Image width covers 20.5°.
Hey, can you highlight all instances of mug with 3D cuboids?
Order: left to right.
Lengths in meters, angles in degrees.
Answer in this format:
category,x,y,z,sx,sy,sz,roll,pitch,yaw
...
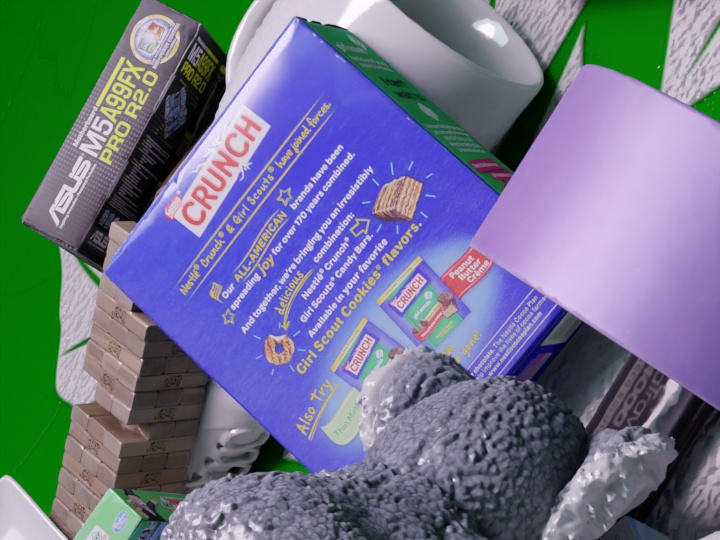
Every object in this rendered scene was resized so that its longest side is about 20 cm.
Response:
category,x,y,z,sx,sy,sz,roll,pitch,yaw
mug,-0.016,-0.101,1.148,0.176,0.147,0.200,-52,46,21

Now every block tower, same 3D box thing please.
category,x,y,z,sx,sy,sz,roll,pitch,yaw
block tower,-0.127,0.076,1.138,0.058,0.054,0.201,33,115,43

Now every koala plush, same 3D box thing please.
category,x,y,z,sx,sy,sz,roll,pitch,yaw
koala plush,0.028,0.116,0.824,0.177,0.184,0.200,18,51,44

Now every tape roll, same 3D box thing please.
category,x,y,z,sx,sy,sz,roll,pitch,yaw
tape roll,0.146,0.010,0.761,0.085,0.200,0.200,-56,30,2

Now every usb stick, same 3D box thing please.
category,x,y,z,sx,sy,sz,roll,pitch,yaw
usb stick,0.137,0.058,0.901,0.201,0.033,0.055,-58,37,1

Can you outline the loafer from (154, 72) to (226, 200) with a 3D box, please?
category,x,y,z,sx,sy,sz,roll,pitch,yaw
loafer,-0.085,-0.044,1.216,0.073,0.071,0.201,8,69,20

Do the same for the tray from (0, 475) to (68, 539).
category,x,y,z,sx,sy,sz,roll,pitch,yaw
tray,-0.232,0.228,1.155,0.107,0.022,0.200,40,94,32

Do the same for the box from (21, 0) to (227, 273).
category,x,y,z,sx,sy,sz,roll,pitch,yaw
box,-0.135,-0.072,1.294,0.161,0.044,0.200,-62,-13,-4

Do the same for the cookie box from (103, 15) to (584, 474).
category,x,y,z,sx,sy,sz,roll,pitch,yaw
cookie box,0.000,0.000,1.003,0.200,0.075,0.171,43,104,15

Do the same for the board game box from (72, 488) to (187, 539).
category,x,y,z,sx,sy,sz,roll,pitch,yaw
board game box,-0.152,0.210,1.104,0.029,0.134,0.200,39,98,25

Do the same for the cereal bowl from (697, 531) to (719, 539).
category,x,y,z,sx,sy,sz,roll,pitch,yaw
cereal bowl,0.140,0.179,0.694,0.199,0.083,0.201,-21,55,35

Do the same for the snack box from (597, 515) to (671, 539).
category,x,y,z,sx,sy,sz,roll,pitch,yaw
snack box,0.073,0.213,0.849,0.200,0.037,0.116,-47,31,20

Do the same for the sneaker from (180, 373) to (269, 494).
category,x,y,z,sx,sy,sz,roll,pitch,yaw
sneaker,-0.083,0.094,1.180,0.200,0.074,0.088,-24,61,49
